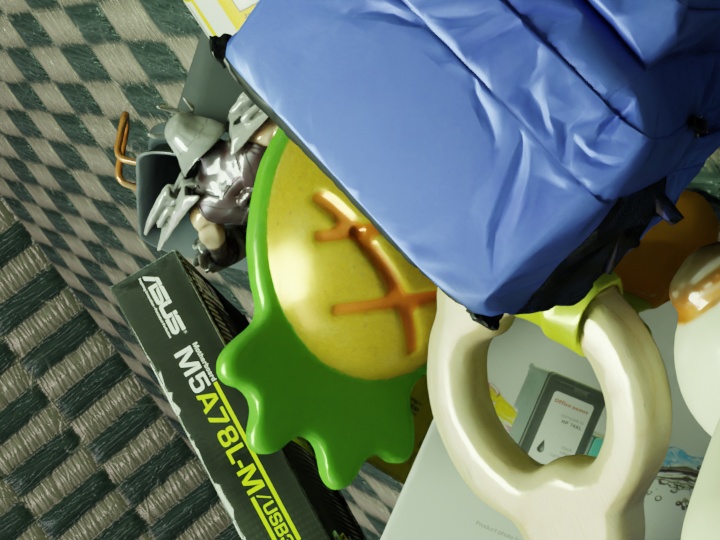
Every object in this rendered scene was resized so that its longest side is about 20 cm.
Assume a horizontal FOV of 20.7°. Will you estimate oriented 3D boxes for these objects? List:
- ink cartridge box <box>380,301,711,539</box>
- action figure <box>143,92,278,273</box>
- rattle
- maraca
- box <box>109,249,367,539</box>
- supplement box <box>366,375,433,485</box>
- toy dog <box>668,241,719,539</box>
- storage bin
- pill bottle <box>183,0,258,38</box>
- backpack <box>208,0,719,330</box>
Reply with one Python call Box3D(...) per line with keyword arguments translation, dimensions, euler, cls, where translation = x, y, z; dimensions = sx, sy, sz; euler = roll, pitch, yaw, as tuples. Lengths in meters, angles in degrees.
Box3D(translation=(0.105, 0.120, 1.019), dimensions=(0.145, 0.201, 0.147), euler=(21, 158, 12), cls="ink cartridge box")
Box3D(translation=(-0.027, -0.031, 1.034), dimensions=(0.199, 0.130, 0.070), euler=(32, -143, -21), cls="action figure")
Box3D(translation=(0.110, 0.080, 0.912), dimensions=(0.129, 0.143, 0.202), euler=(-10, 100, 27), cls="rattle")
Box3D(translation=(0.000, 0.000, 0.931), dimensions=(0.136, 0.202, 0.107), euler=(27, 162, -27), cls="maraca")
Box3D(translation=(-0.052, 0.098, 1.055), dimensions=(0.194, 0.047, 0.200), euler=(63, -179, 13), cls="box")
Box3D(translation=(0.064, 0.089, 1.205), dimensions=(0.199, 0.109, 0.109), euler=(35, 176, -31), cls="supplement box")
Box3D(translation=(0.187, 0.071, 0.783), dimensions=(0.139, 0.193, 0.201), euler=(43, -155, -28), cls="toy dog")
Box3D(translation=(-0.067, -0.091, 1.175), dimensions=(0.144, 0.136, 0.200), euler=(12, 163, -2), cls="storage bin")
Box3D(translation=(-0.071, -0.209, 0.994), dimensions=(0.201, 0.113, 0.113), euler=(55, 165, -19), cls="pill bottle")
Box3D(translation=(0.075, -0.080, 0.771), dimensions=(0.163, 0.168, 0.200), euler=(52, -161, 11), cls="backpack")
